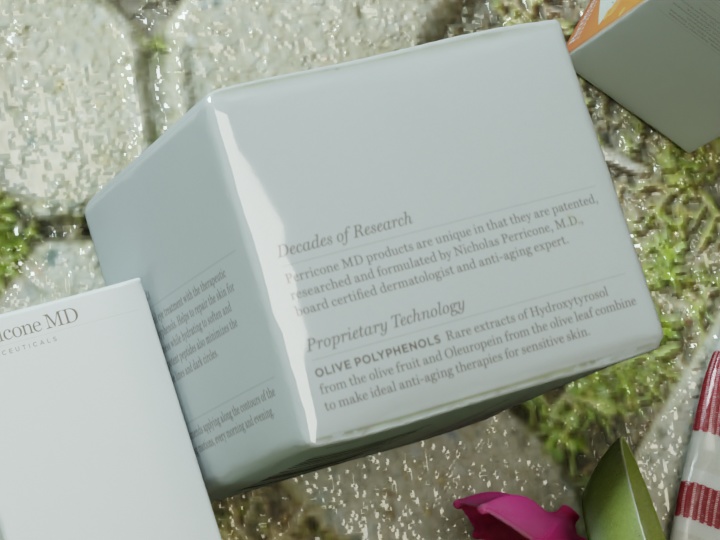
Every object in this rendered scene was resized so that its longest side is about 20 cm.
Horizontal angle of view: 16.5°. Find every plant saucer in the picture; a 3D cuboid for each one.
[{"bbox_3d":[0.147,0.181,1.233,0.031,0.200,0.200,-18,83,7],"label":"plant saucer"}]

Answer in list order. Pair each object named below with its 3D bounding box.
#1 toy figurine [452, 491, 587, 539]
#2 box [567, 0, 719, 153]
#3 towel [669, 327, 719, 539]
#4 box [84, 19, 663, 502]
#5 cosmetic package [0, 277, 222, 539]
[{"bbox_3d":[0.057,0.202,1.255,0.200,0.150,0.184,-2,62,3],"label":"toy figurine"},{"bbox_3d":[0.212,-0.163,1.342,0.097,0.200,0.124,34,67,-10],"label":"box"},{"bbox_3d":[0.240,0.140,1.379,0.144,0.023,0.200,21,69,-13],"label":"towel"},{"bbox_3d":[0.000,0.000,1.221,0.200,0.199,0.172,-15,83,-25],"label":"box"},{"bbox_3d":[-0.134,0.116,1.203,0.108,0.085,0.200,-17,85,-23],"label":"cosmetic package"}]
